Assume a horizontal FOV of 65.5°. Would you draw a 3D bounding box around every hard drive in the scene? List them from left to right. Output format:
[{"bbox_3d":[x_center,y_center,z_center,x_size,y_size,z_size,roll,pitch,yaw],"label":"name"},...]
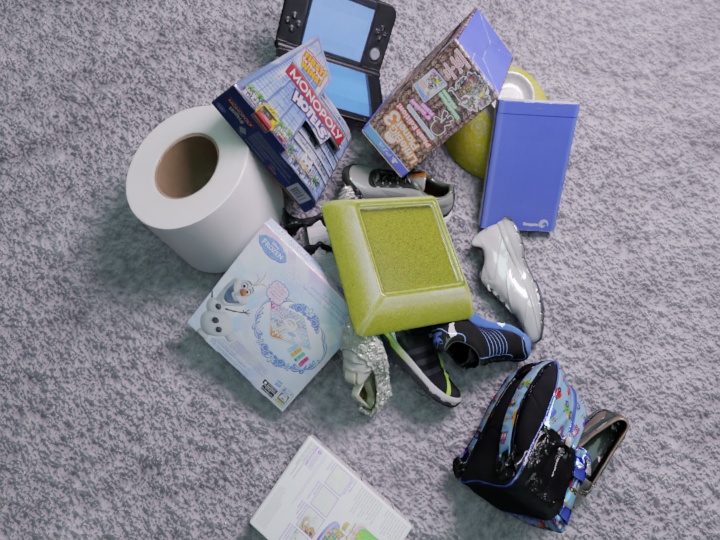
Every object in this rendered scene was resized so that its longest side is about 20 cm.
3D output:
[{"bbox_3d":[0.268,-0.166,0.902,0.126,0.026,0.207,2,115,-2],"label":"hard drive"}]

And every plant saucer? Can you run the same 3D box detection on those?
[{"bbox_3d":[0.061,-0.025,0.781,0.193,0.048,0.206,-6,66,-26],"label":"plant saucer"}]

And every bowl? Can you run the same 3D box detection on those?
[{"bbox_3d":[0.238,-0.270,0.942,0.191,0.108,0.209,0,77,-2],"label":"bowl"}]

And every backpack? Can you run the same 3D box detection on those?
[{"bbox_3d":[0.247,0.240,0.804,0.133,0.183,0.203,35,66,-3],"label":"backpack"}]

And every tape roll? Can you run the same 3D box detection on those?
[{"bbox_3d":[-0.228,-0.119,0.842,0.195,0.140,0.210,-7,63,13],"label":"tape roll"}]

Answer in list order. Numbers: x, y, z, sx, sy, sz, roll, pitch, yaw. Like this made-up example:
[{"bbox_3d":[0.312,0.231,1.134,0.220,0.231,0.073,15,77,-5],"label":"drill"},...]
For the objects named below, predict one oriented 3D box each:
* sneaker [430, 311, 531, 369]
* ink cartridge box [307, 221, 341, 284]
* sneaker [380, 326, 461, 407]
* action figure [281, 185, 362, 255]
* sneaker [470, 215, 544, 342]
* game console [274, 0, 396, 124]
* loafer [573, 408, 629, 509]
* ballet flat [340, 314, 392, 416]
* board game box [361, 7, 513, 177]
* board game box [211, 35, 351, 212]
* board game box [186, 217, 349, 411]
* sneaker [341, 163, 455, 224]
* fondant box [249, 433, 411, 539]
[{"bbox_3d":[0.182,0.116,0.844,0.195,0.070,0.081,24,60,-25],"label":"sneaker"},{"bbox_3d":[0.000,0.000,0.914,0.155,0.051,0.206,-11,63,-4],"label":"ink cartridge box"},{"bbox_3d":[0.098,0.122,0.841,0.083,0.072,0.200,-46,106,0],"label":"sneaker"},{"bbox_3d":[-0.022,-0.055,0.859,0.191,0.102,0.124,-4,74,0],"label":"action figure"},{"bbox_3d":[0.243,0.020,0.908,0.085,0.074,0.207,-21,80,16],"label":"sneaker"},{"bbox_3d":[-0.033,-0.355,0.907,0.193,0.119,0.175,7,120,-26],"label":"game console"},{"bbox_3d":[0.333,0.293,0.847,0.071,0.063,0.201,40,79,7],"label":"loafer"},{"bbox_3d":[0.007,0.147,0.799,0.069,0.203,0.074,-8,47,9],"label":"ballet flat"},{"bbox_3d":[0.118,-0.268,0.850,0.097,0.198,0.161,44,41,-13],"label":"board game box"},{"bbox_3d":[-0.086,-0.232,0.812,0.201,0.060,0.204,48,50,-29],"label":"board game box"},{"bbox_3d":[-0.123,0.068,0.826,0.199,0.043,0.200,43,106,-5],"label":"board game box"},{"bbox_3d":[0.064,-0.139,0.912,0.193,0.080,0.076,17,53,-1],"label":"sneaker"},{"bbox_3d":[-0.043,0.366,0.818,0.198,0.058,0.146,38,79,7],"label":"fondant box"}]
